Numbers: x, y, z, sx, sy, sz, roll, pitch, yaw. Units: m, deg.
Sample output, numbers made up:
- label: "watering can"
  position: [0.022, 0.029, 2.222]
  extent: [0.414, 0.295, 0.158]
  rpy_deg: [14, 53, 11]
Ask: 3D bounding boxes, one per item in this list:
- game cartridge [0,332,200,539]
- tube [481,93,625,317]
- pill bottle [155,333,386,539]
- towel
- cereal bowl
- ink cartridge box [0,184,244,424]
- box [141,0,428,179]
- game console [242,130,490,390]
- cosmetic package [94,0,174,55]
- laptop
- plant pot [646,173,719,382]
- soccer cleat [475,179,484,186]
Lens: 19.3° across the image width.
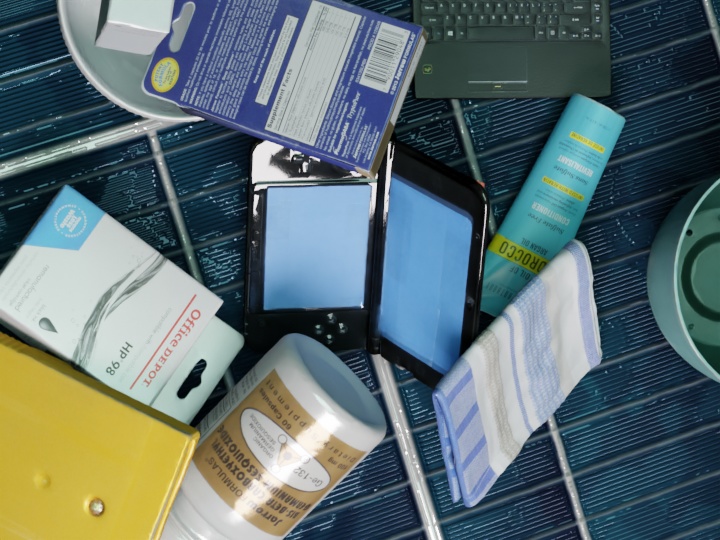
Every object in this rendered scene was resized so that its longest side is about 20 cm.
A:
- label: "game cartridge"
  position: [-0.244, 0.162, 1.669]
  extent: [0.199, 0.032, 0.177]
  rpy_deg: [26, 104, 13]
- label: "tube"
  position: [0.159, -0.050, 1.794]
  extent: [0.077, 0.050, 0.201]
  rpy_deg: [26, 91, -3]
- label: "pill bottle"
  position: [-0.084, 0.157, 1.690]
  extent: [0.114, 0.114, 0.200]
  rpy_deg: [42, 103, -8]
- label: "towel"
  position: [0.131, 0.084, 1.723]
  extent: [0.200, 0.024, 0.147]
  rpy_deg: [-45, 142, -29]
- label: "cereal bowl"
  position: [-0.149, -0.219, 1.710]
  extent: [0.199, 0.083, 0.202]
  rpy_deg: [0, 91, -10]
- label: "ink cartridge box"
  position: [-0.193, 0.038, 1.704]
  extent: [0.200, 0.067, 0.116]
  rpy_deg: [36, 74, -9]
- label: "box"
  position: [-0.060, -0.161, 1.645]
  extent: [0.199, 0.032, 0.122]
  rpy_deg: [20, 86, 13]
- label: "game console"
  position: [0.000, 0.000, 1.685]
  extent: [0.175, 0.117, 0.201]
  rpy_deg: [-2, 119, -10]
- label: "cosmetic package"
  position: [-0.159, -0.271, 1.590]
  extent: [0.051, 0.151, 0.202]
  rpy_deg: [9, 88, -13]
- label: "laptop"
  position: [0.136, -0.246, 1.755]
  extent: [0.176, 0.103, 0.202]
  rpy_deg: [-1, 90, -10]
- label: "plant pot"
  position: [0.330, 0.005, 1.765]
  extent: [0.199, 0.161, 0.202]
  rpy_deg: [0, 91, -10]
- label: "soccer cleat"
  position: [0.012, -0.059, 1.752]
  extent: [0.199, 0.069, 0.078]
  rpy_deg: [16, 90, -14]
